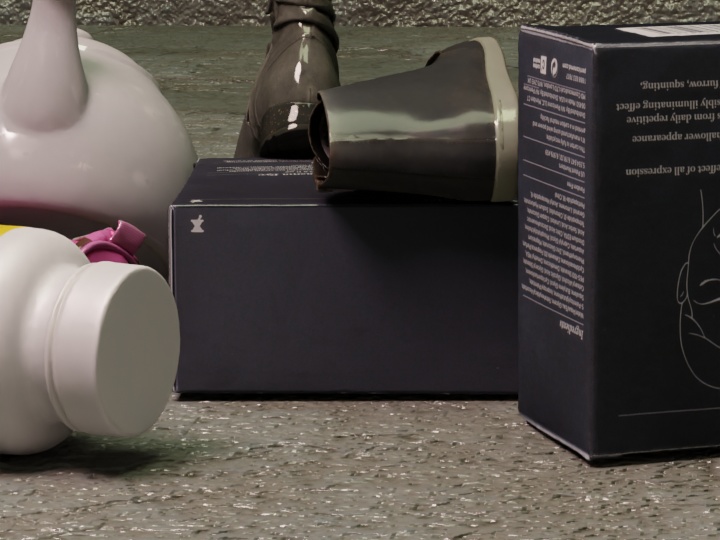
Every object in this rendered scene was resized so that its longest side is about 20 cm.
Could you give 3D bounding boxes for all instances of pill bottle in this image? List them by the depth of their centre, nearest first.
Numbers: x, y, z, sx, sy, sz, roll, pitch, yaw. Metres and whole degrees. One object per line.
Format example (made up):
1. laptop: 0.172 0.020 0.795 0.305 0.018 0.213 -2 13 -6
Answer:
1. pill bottle: -0.193 0.031 1.428 0.199 0.112 0.111 4 11 25

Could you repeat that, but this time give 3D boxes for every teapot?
1. teapot: -0.180 -0.072 1.738 0.200 0.147 0.197 -16 -31 41

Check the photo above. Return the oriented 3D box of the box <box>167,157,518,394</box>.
1. box: 0.000 0.000 1.609 0.199 0.105 0.182 0 9 3

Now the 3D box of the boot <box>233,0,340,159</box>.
1. boot: -0.040 -0.109 1.765 0.067 0.131 0.200 4 -19 -10

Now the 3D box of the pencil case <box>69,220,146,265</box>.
1. pencil case: -0.206 0.010 1.599 0.199 0.094 0.091 8 -11 36

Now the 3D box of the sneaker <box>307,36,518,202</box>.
1. sneaker: 0.023 -0.086 1.571 0.106 0.075 0.200 2 11 -5

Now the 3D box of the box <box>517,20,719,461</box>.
1. box: 0.162 -0.020 1.437 0.148 0.201 0.107 -3 10 -17
